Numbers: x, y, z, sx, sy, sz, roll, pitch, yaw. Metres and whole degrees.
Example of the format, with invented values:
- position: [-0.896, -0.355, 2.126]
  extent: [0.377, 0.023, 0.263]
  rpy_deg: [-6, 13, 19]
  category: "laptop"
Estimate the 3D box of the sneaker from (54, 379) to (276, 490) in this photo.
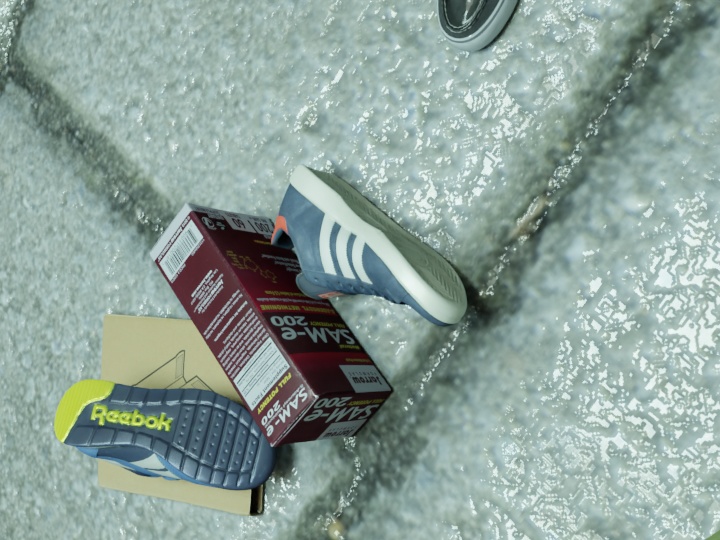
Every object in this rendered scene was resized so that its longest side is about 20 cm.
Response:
- position: [-0.159, 0.143, 0.832]
  extent: [0.196, 0.083, 0.075]
  rpy_deg: [12, 65, 17]
  category: "sneaker"

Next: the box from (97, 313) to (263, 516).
- position: [-0.165, 0.127, 0.888]
  extent: [0.197, 0.021, 0.167]
  rpy_deg: [1, 88, 34]
  category: "box"

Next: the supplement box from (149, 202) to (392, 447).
- position: [-0.073, 0.041, 0.778]
  extent: [0.061, 0.108, 0.201]
  rpy_deg: [-47, 63, 21]
  category: "supplement box"

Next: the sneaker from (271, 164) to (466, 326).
- position: [0.000, 0.000, 0.755]
  extent: [0.200, 0.074, 0.085]
  rpy_deg: [43, 108, 40]
  category: "sneaker"

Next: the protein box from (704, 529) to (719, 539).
- position: [0.271, 0.197, 0.472]
  extent: [0.197, 0.197, 0.138]
  rpy_deg: [-15, 78, 32]
  category: "protein box"

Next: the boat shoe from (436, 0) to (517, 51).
- position: [0.092, -0.268, 0.712]
  extent: [0.069, 0.066, 0.203]
  rpy_deg: [24, 100, 33]
  category: "boat shoe"
